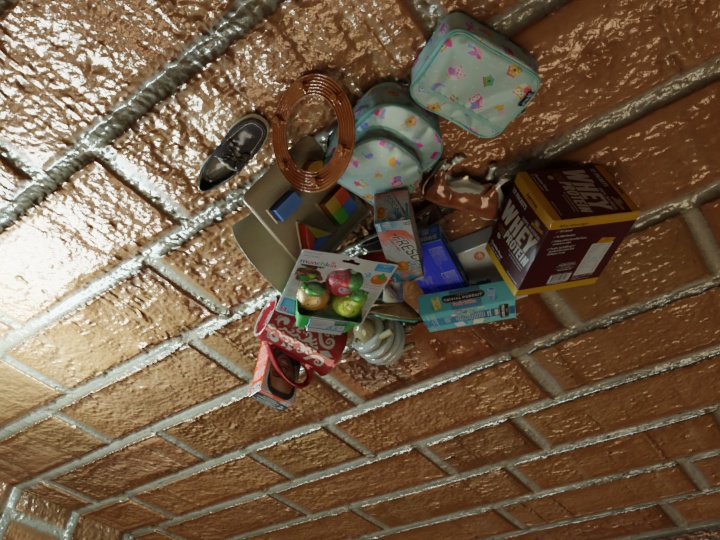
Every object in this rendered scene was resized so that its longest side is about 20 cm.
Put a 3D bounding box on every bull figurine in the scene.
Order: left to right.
[{"bbox_3d":[0.221,-0.155,1.222,0.198,0.065,0.122,10,133,-9],"label":"bull figurine"}]

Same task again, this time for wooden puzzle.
[{"bbox_3d":[-0.094,-0.124,1.184,0.200,0.185,0.046,50,162,-23],"label":"wooden puzzle"}]

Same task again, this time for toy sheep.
[{"bbox_3d":[0.054,0.169,1.531,0.137,0.139,0.200,-26,135,28],"label":"toy sheep"}]

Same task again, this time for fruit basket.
[{"bbox_3d":[-0.048,0.041,1.177,0.184,0.094,0.200,10,145,-20],"label":"fruit basket"}]

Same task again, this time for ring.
[{"bbox_3d":[-0.088,-0.237,1.084,0.019,0.201,0.200,-7,155,-50],"label":"ring"}]

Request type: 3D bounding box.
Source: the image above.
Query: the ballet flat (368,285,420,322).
[{"bbox_3d":[0.028,0.066,1.323,0.198,0.068,0.073,4,95,9],"label":"ballet flat"}]

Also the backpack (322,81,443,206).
[{"bbox_3d":[0.046,-0.219,1.108,0.175,0.154,0.200,31,122,-21],"label":"backpack"}]

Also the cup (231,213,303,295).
[{"bbox_3d":[-0.143,-0.061,1.278,0.143,0.201,0.200,-39,126,6],"label":"cup"}]

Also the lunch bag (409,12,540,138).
[{"bbox_3d":[0.190,-0.314,1.045,0.199,0.077,0.161,23,133,-19],"label":"lunch bag"}]

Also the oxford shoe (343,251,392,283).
[{"bbox_3d":[0.000,0.000,1.306,0.199,0.072,0.072,-8,-177,-17],"label":"oxford shoe"}]

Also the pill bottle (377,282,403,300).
[{"bbox_3d":[-0.007,0.028,1.398,0.198,0.110,0.110,-3,136,8],"label":"pill bottle"}]

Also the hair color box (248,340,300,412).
[{"bbox_3d":[-0.205,0.239,1.567,0.101,0.201,0.061,32,134,-27],"label":"hair color box"}]

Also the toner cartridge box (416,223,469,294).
[{"bbox_3d":[0.154,-0.011,1.302,0.094,0.043,0.200,-15,141,19],"label":"toner cartridge box"}]

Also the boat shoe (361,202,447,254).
[{"bbox_3d":[0.081,-0.090,1.309,0.199,0.072,0.072,-19,103,32],"label":"boat shoe"}]

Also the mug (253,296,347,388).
[{"bbox_3d":[-0.152,0.171,1.520,0.199,0.178,0.133,31,133,-20],"label":"mug"}]

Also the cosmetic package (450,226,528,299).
[{"bbox_3d":[0.266,0.006,1.397,0.150,0.052,0.200,-23,130,23],"label":"cosmetic package"}]

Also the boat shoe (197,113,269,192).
[{"bbox_3d":[-0.245,-0.216,1.191,0.072,0.065,0.200,37,127,-28],"label":"boat shoe"}]

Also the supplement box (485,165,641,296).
[{"bbox_3d":[0.378,-0.076,1.197,0.196,0.133,0.201,-8,140,-19],"label":"supplement box"}]

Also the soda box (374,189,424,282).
[{"bbox_3d":[0.073,-0.058,1.137,0.063,0.069,0.200,-7,147,11],"label":"soda box"}]

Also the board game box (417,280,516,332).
[{"bbox_3d":[0.234,0.079,1.361,0.198,0.047,0.151,-11,159,10],"label":"board game box"}]
